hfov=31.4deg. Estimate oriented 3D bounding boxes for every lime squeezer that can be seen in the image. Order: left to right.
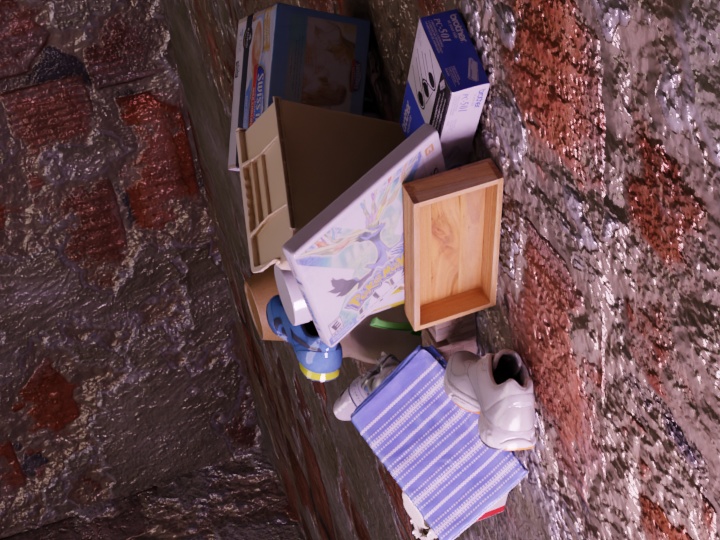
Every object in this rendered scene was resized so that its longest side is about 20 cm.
[{"bbox_3d":[0.094,0.105,1.650,0.200,0.038,0.071,47,-146,-25],"label":"lime squeezer"}]

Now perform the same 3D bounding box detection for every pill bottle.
[{"bbox_3d":[0.000,0.000,1.583,0.112,0.200,0.112,163,90,-77],"label":"pill bottle"}]

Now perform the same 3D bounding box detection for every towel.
[{"bbox_3d":[0.089,0.205,1.520,0.200,0.145,0.024,52,-161,20],"label":"towel"}]

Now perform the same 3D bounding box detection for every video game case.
[{"bbox_3d":[0.017,-0.033,1.332,0.022,0.200,0.182,40,163,31],"label":"video game case"}]

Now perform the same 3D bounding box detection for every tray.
[{"bbox_3d":[0.096,-0.025,1.361,0.200,0.099,0.037,87,162,-48],"label":"tray"}]

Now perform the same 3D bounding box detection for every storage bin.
[{"bbox_3d":[-0.024,-0.080,1.462,0.094,0.200,0.199,-38,53,48],"label":"storage bin"}]

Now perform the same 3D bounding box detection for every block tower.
[{"bbox_3d":[0.105,0.063,1.549,0.058,0.054,0.200,-118,16,-45],"label":"block tower"}]

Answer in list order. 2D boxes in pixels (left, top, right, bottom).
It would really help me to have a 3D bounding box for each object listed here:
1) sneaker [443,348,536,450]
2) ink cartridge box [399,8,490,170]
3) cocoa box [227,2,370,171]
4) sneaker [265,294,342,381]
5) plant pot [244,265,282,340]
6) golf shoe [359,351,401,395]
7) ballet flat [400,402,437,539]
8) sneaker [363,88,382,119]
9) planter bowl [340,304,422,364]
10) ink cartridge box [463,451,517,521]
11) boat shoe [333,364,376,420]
[{"bbox_3d":[0.151,0.120,1.426,0.200,0.076,0.092,-130,45,-64],"label":"sneaker"},{"bbox_3d":[0.085,-0.174,1.337,0.200,0.044,0.094,100,152,-66],"label":"ink cartridge box"},{"bbox_3d":[-0.078,-0.219,1.606,0.131,0.133,0.200,-178,93,-65],"label":"cocoa box"},{"bbox_3d":[-0.073,0.068,1.711,0.200,0.066,0.079,-130,39,-55],"label":"sneaker"},{"bbox_3d":[-0.067,0.031,1.933,0.186,0.200,0.187,163,90,-77],"label":"plant pot"},{"bbox_3d":[0.076,0.177,1.686,0.097,0.078,0.200,40,-174,31],"label":"golf shoe"},{"bbox_3d":[0.075,0.251,1.582,0.072,0.072,0.200,-135,28,-65],"label":"ballet flat"},{"bbox_3d":[-0.008,-0.172,1.727,0.200,0.075,0.079,110,151,-57],"label":"sneaker"},{"bbox_3d":[0.011,0.044,1.754,0.200,0.135,0.200,164,90,-78],"label":"planter bowl"},{"bbox_3d":[0.136,0.243,1.627,0.200,0.067,0.116,92,157,-55],"label":"ink cartridge box"},{"bbox_3d":[0.021,0.167,1.798,0.200,0.067,0.074,0,-120,-62],"label":"boat shoe"}]
